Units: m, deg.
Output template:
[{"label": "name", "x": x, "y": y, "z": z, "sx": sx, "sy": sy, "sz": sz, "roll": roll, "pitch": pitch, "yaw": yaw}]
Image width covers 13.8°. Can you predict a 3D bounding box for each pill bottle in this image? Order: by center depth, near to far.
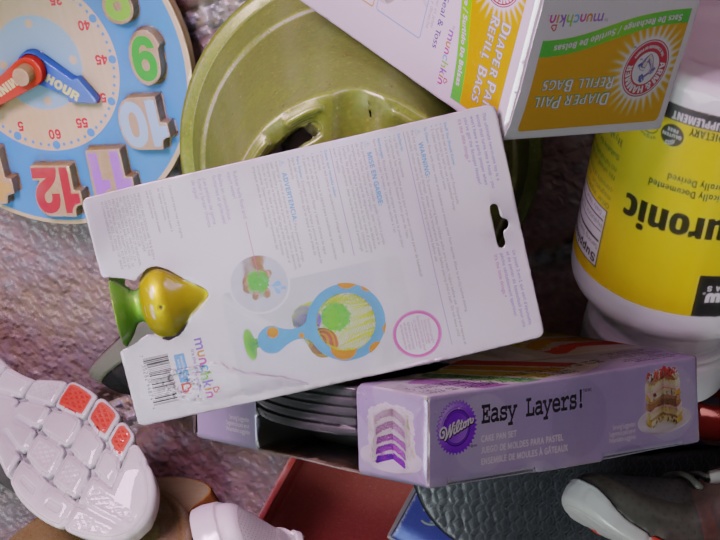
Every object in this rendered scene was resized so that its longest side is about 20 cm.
[{"label": "pill bottle", "x": 0.170, "y": -0.034, "z": 1.552, "sx": 0.111, "sy": 0.111, "sz": 0.201, "roll": 18, "pitch": 124, "yaw": 14}]

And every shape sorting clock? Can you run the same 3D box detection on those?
[{"label": "shape sorting clock", "x": -0.186, "y": -0.119, "z": 1.713, "sx": 0.199, "sy": 0.039, "sz": 0.201, "roll": 11, "pitch": 121, "yaw": 19}]

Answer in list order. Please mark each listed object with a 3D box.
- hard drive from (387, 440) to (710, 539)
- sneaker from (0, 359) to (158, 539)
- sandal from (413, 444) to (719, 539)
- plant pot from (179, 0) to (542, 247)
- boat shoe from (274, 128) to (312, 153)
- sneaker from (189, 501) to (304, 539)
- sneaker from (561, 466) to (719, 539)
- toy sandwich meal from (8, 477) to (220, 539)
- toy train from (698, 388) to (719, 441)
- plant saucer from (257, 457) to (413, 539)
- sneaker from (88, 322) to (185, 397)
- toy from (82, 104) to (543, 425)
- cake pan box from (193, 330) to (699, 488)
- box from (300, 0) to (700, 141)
[{"label": "hard drive", "x": 0.133, "y": 0.139, "z": 1.652, "sx": 0.199, "sy": 0.025, "sz": 0.132, "roll": 30, "pitch": 82, "yaw": -3}, {"label": "sneaker", "x": -0.186, "y": 0.109, "z": 1.795, "sx": 0.200, "sy": 0.077, "sz": 0.082, "roll": 33, "pitch": 168, "yaw": 34}, {"label": "sandal", "x": 0.119, "y": 0.123, "z": 1.623, "sx": 0.199, "sy": 0.043, "sz": 0.076, "roll": 8, "pitch": 90, "yaw": -16}, {"label": "plant pot", "x": -0.003, "y": -0.047, "z": 1.534, "sx": 0.199, "sy": 0.190, "sz": 0.201, "roll": 0, "pitch": 104, "yaw": 2}, {"label": "boat shoe", "x": 0.000, "y": 0.000, "z": 1.673, "sx": 0.065, "sy": 0.074, "sz": 0.201, "roll": -6, "pitch": 115, "yaw": 32}, {"label": "sneaker", "x": -0.005, "y": 0.172, "z": 1.675, "sx": 0.115, "sy": 0.074, "sz": 0.200, "roll": -26, "pitch": 136, "yaw": 15}, {"label": "sneaker", "x": 0.197, "y": 0.122, "z": 1.586, "sx": 0.199, "sy": 0.077, "sz": 0.082, "roll": 16, "pitch": 91, "yaw": -28}, {"label": "toy sandwich meal", "x": -0.165, "y": 0.209, "z": 1.792, "sx": 0.205, "sy": 0.206, "sz": 0.070, "roll": -18, "pitch": 125, "yaw": 31}, {"label": "toy train", "x": 0.193, "y": 0.071, "z": 1.614, "sx": 0.199, "sy": 0.046, "sz": 0.034, "roll": 6, "pitch": 120, "yaw": 3}, {"label": "plant saucer", "x": 0.027, "y": 0.168, "z": 1.737, "sx": 0.199, "sy": 0.037, "sz": 0.200, "roll": 17, "pitch": 127, "yaw": -16}, {"label": "sneaker", "x": -0.088, "y": 0.062, "z": 1.703, "sx": 0.106, "sy": 0.075, "sz": 0.200, "roll": 44, "pitch": 162, "yaw": -3}, {"label": "toy", "x": -0.023, "y": -0.005, "z": 1.423, "sx": 0.199, "sy": 0.047, "sz": 0.116, "roll": -13, "pitch": 104, "yaw": -1}, {"label": "cake pan box", "x": 0.040, "y": 0.065, "z": 1.512, "sx": 0.184, "sy": 0.199, "sz": 0.053, "roll": 6, "pitch": 100, "yaw": 50}, {"label": "box", "x": 0.063, "y": -0.153, "z": 1.475, "sx": 0.200, "sy": 0.112, "sz": 0.102, "roll": 39, "pitch": 124, "yaw": 43}]
